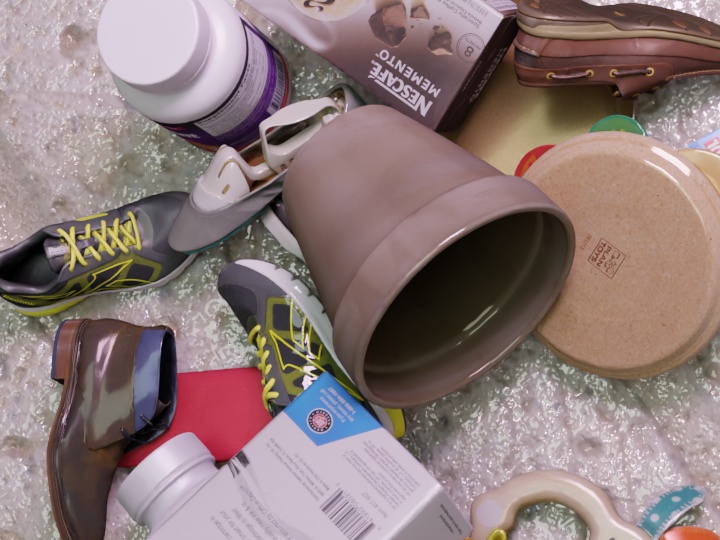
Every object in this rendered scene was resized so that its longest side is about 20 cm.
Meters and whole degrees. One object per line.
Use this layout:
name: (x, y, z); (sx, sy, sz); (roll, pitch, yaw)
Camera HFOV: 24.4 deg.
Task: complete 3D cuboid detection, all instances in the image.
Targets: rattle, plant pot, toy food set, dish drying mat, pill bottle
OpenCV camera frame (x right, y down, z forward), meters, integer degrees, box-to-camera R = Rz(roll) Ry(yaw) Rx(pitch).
rattle: (0.168, 0.204, 1.255); (0.198, 0.143, 0.131); (-2, 63, 20)
plant pot: (0.126, -0.132, 1.364); (0.198, 0.027, 0.202); (-2, 83, 13)
toy food set: (0.197, -0.016, 1.280); (0.197, 0.049, 0.201); (23, 113, 23)
dish drying mat: (-0.154, 0.125, 1.406); (0.198, 0.018, 0.078); (-5, 81, 13)
pill bottle: (-0.102, 0.230, 1.330); (0.111, 0.111, 0.200); (-45, 75, 5)
plant pot: (0.033, -0.027, 1.250); (0.200, 0.200, 0.174); (-43, 60, 5)
pill bottle: (-0.135, -0.166, 1.337); (0.110, 0.200, 0.112); (-2, 82, 14)

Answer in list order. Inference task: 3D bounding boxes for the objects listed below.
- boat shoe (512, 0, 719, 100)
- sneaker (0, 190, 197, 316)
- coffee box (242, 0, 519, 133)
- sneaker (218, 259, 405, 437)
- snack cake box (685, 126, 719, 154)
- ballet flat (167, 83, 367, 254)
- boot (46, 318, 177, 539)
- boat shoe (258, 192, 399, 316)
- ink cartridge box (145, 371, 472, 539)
boat shoe: (0.210, -0.170, 1.304); (0.198, 0.072, 0.068); (2, 115, -17)
sneaker: (-0.224, -0.012, 1.407); (0.199, 0.085, 0.075); (-24, 78, 10)
coffee box: (0.018, -0.211, 1.323); (0.200, 0.080, 0.113); (37, 111, 10)
sneaker: (-0.053, 0.075, 1.336); (0.084, 0.075, 0.200); (-39, 74, -23)
snack cake box: (0.348, -0.033, 1.273); (0.114, 0.067, 0.201); (-29, 76, 10)
ballet flat: (-0.082, -0.089, 1.351); (0.199, 0.064, 0.068); (-31, 44, 3)
boot: (-0.201, 0.136, 1.369); (0.096, 0.075, 0.202); (-5, 80, 16)
boat shoe: (0.000, 0.000, 1.355); (0.061, 0.072, 0.201); (-46, 72, 9)
ink cartridge box: (-0.043, 0.198, 1.211); (0.200, 0.084, 0.146); (-43, 53, -6)
